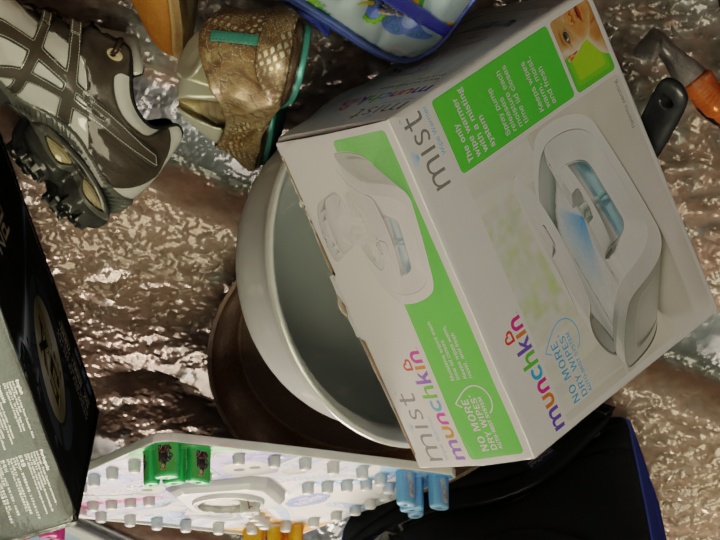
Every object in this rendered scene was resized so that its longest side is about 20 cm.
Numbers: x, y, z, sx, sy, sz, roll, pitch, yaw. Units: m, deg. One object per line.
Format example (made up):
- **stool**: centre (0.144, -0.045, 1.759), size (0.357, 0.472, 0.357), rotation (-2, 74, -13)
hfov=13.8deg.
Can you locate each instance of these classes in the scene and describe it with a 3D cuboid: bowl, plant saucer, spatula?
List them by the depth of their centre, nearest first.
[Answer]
- **bowl**: centre (0.000, 0.000, 1.653), size (0.201, 0.201, 0.090), rotation (43, 150, -28)
- **spatula**: centre (0.148, -0.052, 1.672), size (0.057, 0.021, 0.200), rotation (43, 148, 12)
- **plant saucer**: centre (0.009, 0.046, 1.775), size (0.200, 0.034, 0.200), rotation (-1, 119, -2)

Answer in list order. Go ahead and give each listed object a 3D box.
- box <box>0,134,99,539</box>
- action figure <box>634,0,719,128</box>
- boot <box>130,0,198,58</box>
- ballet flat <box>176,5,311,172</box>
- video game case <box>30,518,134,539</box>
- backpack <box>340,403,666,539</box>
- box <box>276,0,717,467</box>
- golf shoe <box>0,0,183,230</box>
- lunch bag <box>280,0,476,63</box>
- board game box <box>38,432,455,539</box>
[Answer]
- **box**: centre (-0.220, 0.033, 1.654), size (0.086, 0.164, 0.200), rotation (-16, 108, 5)
- **action figure**: centre (0.269, -0.105, 1.662), size (0.200, 0.105, 0.193), rotation (-34, 128, 7)
- **boot**: centre (-0.168, -0.199, 1.585), size (0.144, 0.071, 0.201), rotation (-4, 123, 8)
- **ballet flat**: centre (-0.067, -0.103, 1.606), size (0.065, 0.071, 0.200), rotation (11, 165, -3)
- **video game case**: centre (-0.201, 0.213, 1.904), size (0.200, 0.017, 0.143), rotation (27, 121, -20)
- **backpack**: centre (0.095, 0.210, 1.826), size (0.200, 0.163, 0.168), rotation (-16, 128, 8)
- **box**: centre (0.074, -0.023, 1.599), size (0.097, 0.176, 0.200), rotation (-8, 109, 47)
- **golf shoe**: centre (-0.176, -0.122, 1.641), size (0.094, 0.078, 0.200), rotation (-37, 116, -8)
- **lunch bag**: centre (-0.006, -0.207, 1.542), size (0.200, 0.082, 0.161), rotation (31, 104, -33)
- **board game box**: centre (-0.078, 0.138, 1.755), size (0.200, 0.026, 0.200), rotation (9, 161, -31)
